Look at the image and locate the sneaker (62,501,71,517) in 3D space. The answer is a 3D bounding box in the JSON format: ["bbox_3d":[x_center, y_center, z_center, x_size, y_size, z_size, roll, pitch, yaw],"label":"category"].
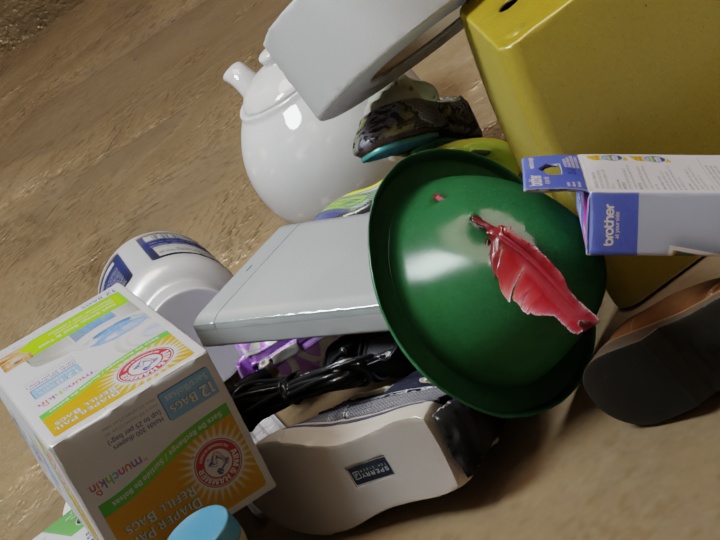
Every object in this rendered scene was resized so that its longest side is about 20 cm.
[{"bbox_3d":[-0.154,0.119,1.186,0.129,0.080,0.199,-37,22,17],"label":"sneaker"}]

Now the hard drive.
[{"bbox_3d":[0.000,0.000,1.054,0.200,0.027,0.132,-6,29,35],"label":"hard drive"}]

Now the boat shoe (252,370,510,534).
[{"bbox_3d":[0.016,0.106,0.987,0.200,0.075,0.093,-16,16,44],"label":"boat shoe"}]

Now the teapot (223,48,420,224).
[{"bbox_3d":[-0.038,-0.146,1.440,0.200,0.146,0.198,-28,25,25],"label":"teapot"}]

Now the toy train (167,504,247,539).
[{"bbox_3d":[-0.087,0.229,0.826,0.085,0.116,0.200,-17,30,44],"label":"toy train"}]

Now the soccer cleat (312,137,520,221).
[{"bbox_3d":[0.040,-0.061,1.262,0.200,0.065,0.084,-28,19,26],"label":"soccer cleat"}]

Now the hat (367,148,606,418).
[{"bbox_3d":[0.116,-0.018,0.874,0.176,0.165,0.201,-40,50,49],"label":"hat"}]

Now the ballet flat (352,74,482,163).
[{"bbox_3d":[0.037,-0.120,1.253,0.072,0.072,0.200,-30,-8,22],"label":"ballet flat"}]

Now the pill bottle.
[{"bbox_3d":[-0.151,0.036,1.296,0.111,0.111,0.200,-41,18,-5],"label":"pill bottle"}]

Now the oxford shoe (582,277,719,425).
[{"bbox_3d":[0.207,0.022,0.828,0.200,0.071,0.071,-18,25,44],"label":"oxford shoe"}]

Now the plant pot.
[{"bbox_3d":[0.176,-0.130,1.027,0.200,0.177,0.200,-37,21,6],"label":"plant pot"}]

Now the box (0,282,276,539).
[{"bbox_3d":[-0.151,0.096,1.004,0.112,0.102,0.200,-31,22,-15],"label":"box"}]

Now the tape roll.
[{"bbox_3d":[0.029,-0.193,1.125,0.202,0.071,0.202,-37,0,0],"label":"tape roll"}]

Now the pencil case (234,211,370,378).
[{"bbox_3d":[-0.009,0.015,1.160,0.200,0.084,0.086,-35,7,10],"label":"pencil case"}]

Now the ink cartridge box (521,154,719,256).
[{"bbox_3d":[0.185,-0.036,0.844,0.199,0.042,0.119,3,13,4],"label":"ink cartridge box"}]

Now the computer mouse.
[{"bbox_3d":[-0.002,0.063,1.056,0.140,0.046,0.200,-19,6,34],"label":"computer mouse"}]

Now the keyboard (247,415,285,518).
[{"bbox_3d":[-0.080,0.128,1.154,0.056,0.011,0.200,-42,22,-6],"label":"keyboard"}]

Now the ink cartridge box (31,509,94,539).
[{"bbox_3d":[-0.172,0.235,0.993,0.145,0.084,0.200,-38,21,1],"label":"ink cartridge box"}]
